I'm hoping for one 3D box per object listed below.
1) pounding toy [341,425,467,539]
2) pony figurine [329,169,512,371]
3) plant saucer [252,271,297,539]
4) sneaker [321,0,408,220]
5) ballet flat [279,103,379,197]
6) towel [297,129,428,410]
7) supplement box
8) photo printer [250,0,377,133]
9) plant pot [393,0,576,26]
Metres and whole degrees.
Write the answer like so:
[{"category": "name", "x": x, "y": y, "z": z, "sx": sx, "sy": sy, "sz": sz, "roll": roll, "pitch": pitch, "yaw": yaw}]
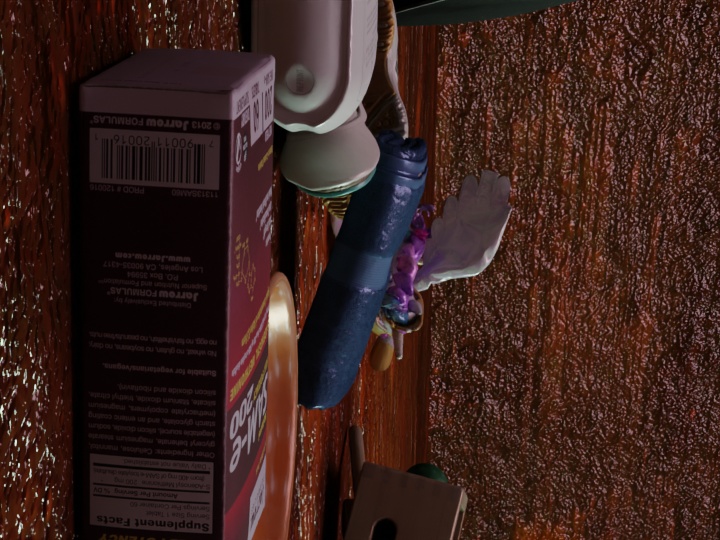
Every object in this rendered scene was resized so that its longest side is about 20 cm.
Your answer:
[{"category": "pounding toy", "x": 0.024, "y": 0.258, "z": 1.616, "sx": 0.184, "sy": 0.141, "sz": 0.202, "roll": 66, "pitch": 38, "yaw": -78}, {"category": "pony figurine", "x": 0.035, "y": -0.007, "z": 1.482, "sx": 0.200, "sy": 0.165, "sz": 0.195, "roll": 140, "pitch": -37, "yaw": -76}, {"category": "plant saucer", "x": -0.065, "y": 0.101, "z": 0.903, "sx": 0.200, "sy": 0.037, "sz": 0.203, "roll": 2, "pitch": 90, "yaw": -85}, {"category": "sneaker", "x": 0.005, "y": -0.140, "z": 1.329, "sx": 0.088, "sy": 0.075, "sz": 0.202, "roll": -18, "pitch": 111, "yaw": -84}, {"category": "ballet flat", "x": -0.025, "y": -0.104, "z": 1.119, "sx": 0.200, "sy": 0.069, "sz": 0.070, "roll": -92, "pitch": -176, "yaw": -72}, {"category": "towel", "x": 0.000, "y": 0.000, "z": 1.184, "sx": 0.112, "sy": 0.048, "sz": 0.202, "roll": -59, "pitch": 170, "yaw": -78}, {"category": "supplement box", "x": -0.071, "y": 0.019, "z": 0.653, "sx": 0.109, "sy": 0.060, "sz": 0.202, "roll": -70, "pitch": 163, "yaw": -74}, {"category": "photo printer", "x": -0.025, "y": -0.187, "z": 0.989, "sx": 0.167, "sy": 0.069, "sz": 0.202, "roll": -73, "pitch": 166, "yaw": -71}, {"category": "plant pot", "x": 0.121, "y": -0.326, "z": 1.509, "sx": 0.199, "sy": 0.176, "sz": 0.202, "roll": -2, "pitch": -95, "yaw": 59}]
